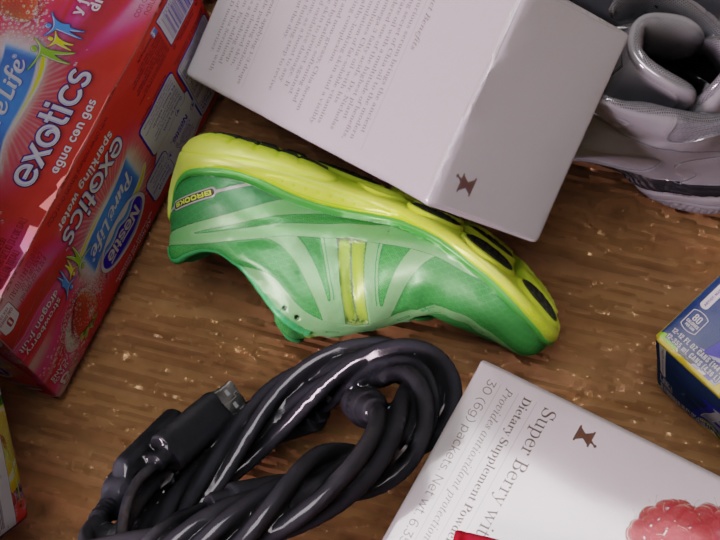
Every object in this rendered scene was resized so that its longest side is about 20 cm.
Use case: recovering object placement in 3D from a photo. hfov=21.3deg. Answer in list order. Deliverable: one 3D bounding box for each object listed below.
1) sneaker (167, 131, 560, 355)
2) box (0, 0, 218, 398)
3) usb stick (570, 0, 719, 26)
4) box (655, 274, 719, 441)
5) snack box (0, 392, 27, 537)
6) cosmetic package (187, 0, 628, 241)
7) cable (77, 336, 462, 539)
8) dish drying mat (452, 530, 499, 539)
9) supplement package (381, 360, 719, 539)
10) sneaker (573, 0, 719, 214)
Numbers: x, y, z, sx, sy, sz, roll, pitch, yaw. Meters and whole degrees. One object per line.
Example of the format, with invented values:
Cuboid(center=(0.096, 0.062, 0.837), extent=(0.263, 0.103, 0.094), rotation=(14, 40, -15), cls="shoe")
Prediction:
Cuboid(center=(0.000, 0.000, 0.900), extent=(0.199, 0.074, 0.084), rotation=(22, 98, 14), cls="sneaker")
Cuboid(center=(-0.154, -0.055, 0.919), extent=(0.095, 0.100, 0.200), rotation=(20, 73, 20), cls="box")
Cuboid(center=(0.125, -0.150, 0.945), extent=(0.200, 0.033, 0.056), rotation=(32, 108, 19), cls="usb stick")
Cuboid(center=(0.221, 0.081, 0.824), extent=(0.070, 0.064, 0.200), rotation=(-43, 67, -9), cls="box")
Cuboid(center=(-0.247, 0.026, 0.838), extent=(0.168, 0.201, 0.068), rotation=(3, 23, 27), cls="snack box")
Cuboid(center=(0.015, -0.097, 0.866), extent=(0.200, 0.071, 0.102), rotation=(32, 100, 49), cls="cosmetic package")
Cuboid(center=(-0.043, 0.090, 0.798), extent=(0.163, 0.200, 0.051), rotation=(-15, 105, 29), cls="cable")
Cuboid(center=(0.118, 0.158, 0.704), extent=(0.199, 0.018, 0.077), rotation=(15, 75, 15), cls="dish drying mat")
Cuboid(center=(0.115, 0.145, 0.784), extent=(0.200, 0.120, 0.121), rotation=(25, 75, 17), cls="supplement package")
Cuboid(center=(0.098, -0.088, 0.885), extent=(0.199, 0.115, 0.075), rotation=(12, 70, 14), cls="sneaker")
